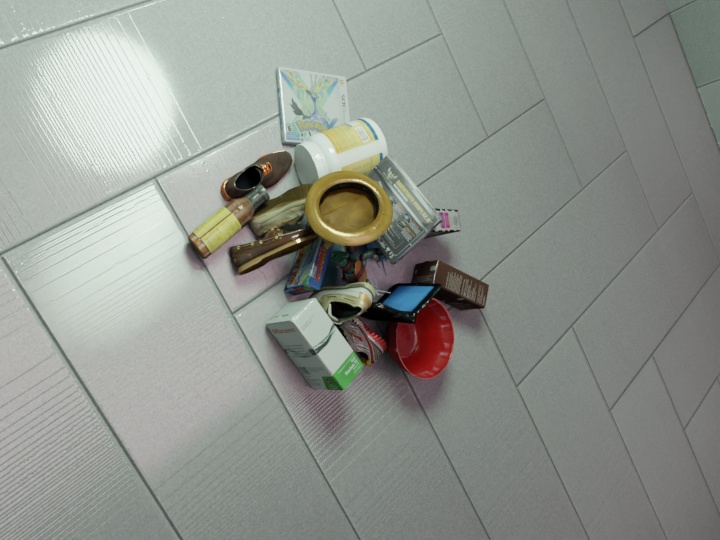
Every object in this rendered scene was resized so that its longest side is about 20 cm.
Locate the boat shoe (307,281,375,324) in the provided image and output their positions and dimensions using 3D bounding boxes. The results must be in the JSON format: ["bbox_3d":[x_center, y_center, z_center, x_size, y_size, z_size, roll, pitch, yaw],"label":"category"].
[{"bbox_3d":[-0.060,0.081,1.361,0.075,0.197,0.069,54,38,-21],"label":"boat shoe"}]

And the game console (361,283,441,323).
[{"bbox_3d":[0.065,0.060,1.459,0.173,0.198,0.119,22,77,-30],"label":"game console"}]

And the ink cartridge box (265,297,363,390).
[{"bbox_3d":[-0.106,0.169,1.370,0.083,0.145,0.202,-44,108,-30],"label":"ink cartridge box"}]

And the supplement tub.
[{"bbox_3d":[-0.047,-0.273,1.457,0.197,0.144,0.148,-24,97,-25],"label":"supplement tub"}]

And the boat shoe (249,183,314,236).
[{"bbox_3d":[-0.160,-0.138,1.378,0.196,0.073,0.066,-22,125,1],"label":"boat shoe"}]

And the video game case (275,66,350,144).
[{"bbox_3d":[-0.113,-0.404,1.510,0.196,0.022,0.187,-3,86,-33],"label":"video game case"}]

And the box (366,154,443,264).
[{"bbox_3d":[0.073,-0.143,1.426,0.201,0.158,0.048,50,17,6],"label":"box"}]

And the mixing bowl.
[{"bbox_3d":[0.136,0.173,1.550,0.196,0.107,0.206,4,83,-35],"label":"mixing bowl"}]

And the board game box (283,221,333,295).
[{"bbox_3d":[-0.108,-0.047,1.402,0.034,0.135,0.204,25,70,-24],"label":"board game box"}]

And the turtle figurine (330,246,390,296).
[{"bbox_3d":[0.000,0.000,1.413,0.201,0.099,0.152,53,28,-45],"label":"turtle figurine"}]

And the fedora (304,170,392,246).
[{"bbox_3d":[-0.029,-0.121,1.315,0.195,0.082,0.205,6,60,-10],"label":"fedora"}]

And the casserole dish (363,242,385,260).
[{"bbox_3d":[0.046,-0.125,1.572,0.119,0.038,0.206,-7,89,-34],"label":"casserole dish"}]

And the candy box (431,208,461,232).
[{"bbox_3d":[0.158,-0.117,1.546,0.199,0.134,0.063,-8,89,-59],"label":"candy box"}]

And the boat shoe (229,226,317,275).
[{"bbox_3d":[-0.196,-0.061,1.347,0.196,0.070,0.072,-22,80,-5],"label":"boat shoe"}]

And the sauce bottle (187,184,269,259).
[{"bbox_3d":[-0.282,-0.110,1.316,0.199,0.066,0.067,-41,106,-17],"label":"sauce bottle"}]

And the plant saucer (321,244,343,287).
[{"bbox_3d":[-0.075,-0.040,1.493,0.069,0.019,0.205,21,74,-30],"label":"plant saucer"}]

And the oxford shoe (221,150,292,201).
[{"bbox_3d":[-0.224,-0.221,1.383,0.199,0.072,0.072,-40,105,-30],"label":"oxford shoe"}]

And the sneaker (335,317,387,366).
[{"bbox_3d":[-0.022,0.158,1.469,0.199,0.078,0.083,41,74,-17],"label":"sneaker"}]

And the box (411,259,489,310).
[{"bbox_3d":[0.246,0.043,1.647,0.197,0.099,0.077,25,71,-28],"label":"box"}]
